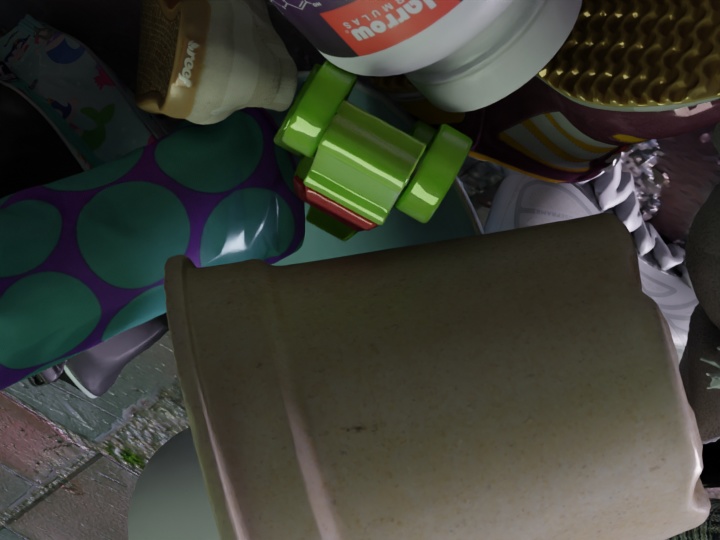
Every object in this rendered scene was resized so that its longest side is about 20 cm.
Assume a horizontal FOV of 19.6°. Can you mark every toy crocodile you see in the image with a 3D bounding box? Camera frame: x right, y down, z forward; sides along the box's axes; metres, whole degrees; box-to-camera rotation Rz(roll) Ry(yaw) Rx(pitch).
[{"bbox_3d":[-0.002,-0.043,0.845,0.067,0.062,0.200,29,-179,-6],"label":"toy crocodile"}]

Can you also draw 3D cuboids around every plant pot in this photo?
[{"bbox_3d":[0.037,0.065,0.849,0.183,0.201,0.201,-16,147,2],"label":"plant pot"}]

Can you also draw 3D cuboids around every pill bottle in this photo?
[{"bbox_3d":[-0.005,-0.150,0.766,0.112,0.113,0.200,-2,142,49],"label":"pill bottle"}]

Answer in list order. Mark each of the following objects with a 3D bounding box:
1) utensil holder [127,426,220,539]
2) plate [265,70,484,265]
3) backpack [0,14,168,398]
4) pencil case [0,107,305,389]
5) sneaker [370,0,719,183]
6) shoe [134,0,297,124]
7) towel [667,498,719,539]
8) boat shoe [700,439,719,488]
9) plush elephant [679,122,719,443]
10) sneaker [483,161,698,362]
[{"bbox_3d":[-0.048,0.167,1.375,0.170,0.170,0.200,36,156,-17],"label":"utensil holder"},{"bbox_3d":[0.000,0.000,0.994,0.200,0.026,0.201,24,124,41],"label":"plate"},{"bbox_3d":[-0.179,-0.043,1.092,0.178,0.151,0.200,53,162,-29],"label":"backpack"},{"bbox_3d":[-0.127,-0.012,0.953,0.093,0.200,0.085,58,160,25],"label":"pencil case"},{"bbox_3d":[0.099,-0.078,0.863,0.200,0.075,0.090,10,159,48],"label":"sneaker"},{"bbox_3d":[-0.069,-0.099,0.932,0.053,0.070,0.200,5,-166,-12],"label":"shoe"},{"bbox_3d":[0.266,0.136,1.063,0.192,0.035,0.200,-1,171,44],"label":"towel"},{"bbox_3d":[0.217,0.088,1.059,0.200,0.066,0.070,0,144,47],"label":"boat shoe"},{"bbox_3d":[0.199,0.009,0.841,0.200,0.155,0.165,2,119,-21],"label":"plush elephant"},{"bbox_3d":[0.126,0.017,1.001,0.200,0.081,0.075,41,151,-29],"label":"sneaker"}]
